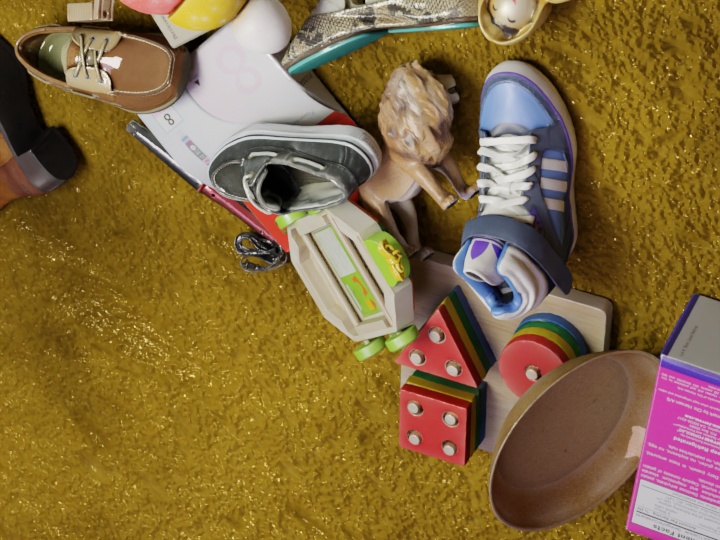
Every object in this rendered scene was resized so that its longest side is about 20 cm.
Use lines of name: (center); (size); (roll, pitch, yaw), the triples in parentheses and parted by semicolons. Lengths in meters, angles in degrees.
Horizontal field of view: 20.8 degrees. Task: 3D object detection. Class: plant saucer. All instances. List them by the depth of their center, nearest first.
plant saucer: (0.187, 0.143, 1.739); (0.035, 0.199, 0.201); (47, 142, 40)

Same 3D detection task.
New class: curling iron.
curling iron: (-0.148, -0.072, 1.871); (0.200, 0.026, 0.050); (45, 91, -4)

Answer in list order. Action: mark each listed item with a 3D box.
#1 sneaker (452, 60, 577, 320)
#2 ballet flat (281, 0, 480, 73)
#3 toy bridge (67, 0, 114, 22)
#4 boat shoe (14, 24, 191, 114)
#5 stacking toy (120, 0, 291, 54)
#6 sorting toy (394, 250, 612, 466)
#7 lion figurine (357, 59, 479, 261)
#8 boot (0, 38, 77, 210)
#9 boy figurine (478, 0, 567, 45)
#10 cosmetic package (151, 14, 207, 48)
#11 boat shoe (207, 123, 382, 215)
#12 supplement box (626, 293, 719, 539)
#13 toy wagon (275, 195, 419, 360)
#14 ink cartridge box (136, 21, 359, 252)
sneaker: (0.125, -0.057, 1.645); (0.080, 0.147, 0.201); (3, 122, 28)
ballet flat: (0.016, -0.224, 1.664); (0.199, 0.068, 0.076); (-11, 92, 30)
toy bridge: (-0.221, -0.316, 1.694); (0.067, 0.027, 0.202); (4, 93, 38)
boat shoe: (-0.241, -0.187, 1.788); (0.199, 0.074, 0.076); (9, 91, 42)
stacking toy: (-0.141, -0.244, 1.614); (0.200, 0.147, 0.146); (39, 133, -14)
sorting toy: (0.121, 0.100, 1.806); (0.199, 0.070, 0.200); (16, 127, 21)
lion figurine: (0.037, -0.086, 1.726); (0.123, 0.072, 0.200); (51, 136, 12)
boot: (-0.393, -0.142, 1.971); (0.199, 0.069, 0.189); (-19, 117, 46)
boy figurine: (0.148, -0.264, 1.551); (0.124, 0.064, 0.200); (36, 129, 1)
cosmetic package: (-0.104, -0.280, 1.682); (0.199, 0.071, 0.106); (-23, 106, 39)
boat shoe: (-0.073, -0.086, 1.724); (0.199, 0.071, 0.072); (-8, 124, 45)
supplement box: (0.304, 0.140, 1.702); (0.103, 0.101, 0.201); (19, 129, 17)
toy wagon: (0.000, 0.000, 1.762); (0.156, 0.039, 0.200); (59, 154, -6)
ink cartridge box: (-0.090, -0.121, 1.791); (0.162, 0.057, 0.200); (-35, 95, 36)
